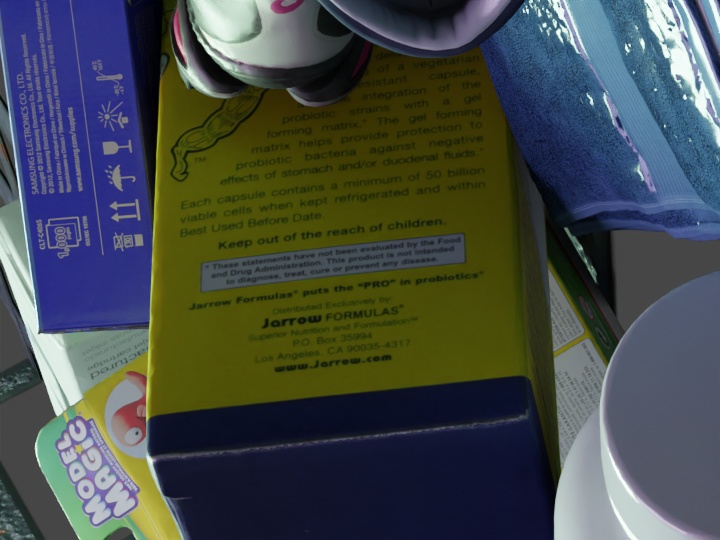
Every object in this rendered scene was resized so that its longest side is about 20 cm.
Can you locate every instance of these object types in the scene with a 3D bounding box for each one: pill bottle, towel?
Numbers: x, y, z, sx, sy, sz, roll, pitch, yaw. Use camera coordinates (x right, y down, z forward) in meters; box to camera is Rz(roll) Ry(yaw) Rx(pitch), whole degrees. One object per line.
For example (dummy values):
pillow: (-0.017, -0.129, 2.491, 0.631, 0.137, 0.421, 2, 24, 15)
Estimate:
pill bottle: (0.109, 0.086, 0.814, 0.111, 0.111, 0.200, 55, 167, 31)
towel: (0.077, -0.059, 0.770, 0.112, 0.048, 0.200, 65, 169, -11)

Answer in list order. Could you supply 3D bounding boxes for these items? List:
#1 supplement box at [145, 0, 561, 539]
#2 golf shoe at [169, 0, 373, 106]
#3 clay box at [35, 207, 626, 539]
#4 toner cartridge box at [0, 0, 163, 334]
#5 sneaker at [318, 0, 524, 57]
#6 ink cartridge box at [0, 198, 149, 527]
supplement box: (0.000, 0.000, 0.907, 0.109, 0.109, 0.201, 75, -169, -50)
golf shoe: (-0.025, -0.149, 0.868, 0.088, 0.077, 0.201, 102, 161, -68)
clay box: (-0.006, 0.054, 1.043, 0.115, 0.200, 0.048, 60, -162, 8)
toner cartridge box: (-0.083, -0.089, 0.938, 0.095, 0.043, 0.201, -62, -33, -76)
sneaker: (0.006, -0.145, 0.718, 0.109, 0.070, 0.201, -93, -8, -50)
ink cartridge box: (-0.080, 0.020, 1.426, 0.086, 0.147, 0.200, 57, 169, 28)
